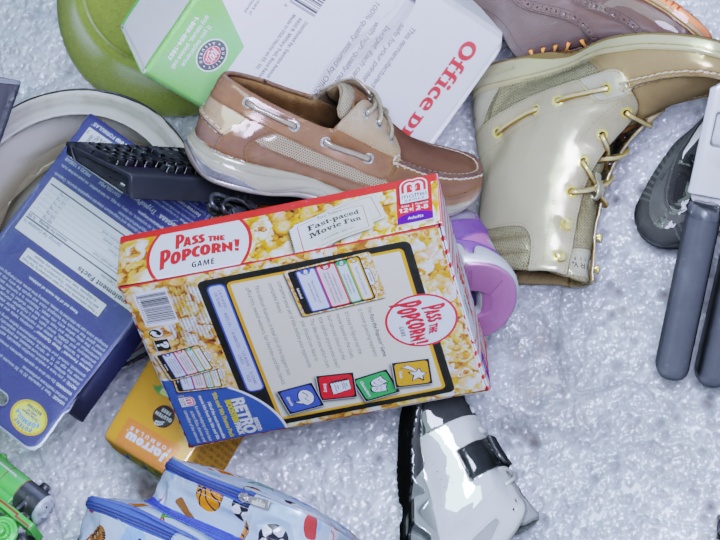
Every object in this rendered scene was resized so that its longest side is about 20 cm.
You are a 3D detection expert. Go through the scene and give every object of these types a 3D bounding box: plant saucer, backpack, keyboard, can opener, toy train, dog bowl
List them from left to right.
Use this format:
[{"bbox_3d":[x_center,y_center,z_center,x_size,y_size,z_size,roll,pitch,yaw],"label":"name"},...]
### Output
[{"bbox_3d":[-0.288,0.125,1.467,0.199,0.042,0.056,34,72,19],"label":"toy train"},{"bbox_3d":[-0.191,-0.019,1.467,0.198,0.074,0.202,-4,71,13],"label":"dog bowl"},{"bbox_3d":[-0.128,-0.210,1.540,0.198,0.031,0.202,-3,73,11],"label":"plant saucer"},{"bbox_3d":[-0.093,0.200,1.329,0.189,0.200,0.155,12,71,21],"label":"backpack"},{"bbox_3d":[-0.083,-0.056,1.370,0.127,0.199,0.021,32,110,34],"label":"keyboard"},{"bbox_3d":[0.229,-0.021,1.344,0.053,0.067,0.202,10,102,-1],"label":"can opener"}]

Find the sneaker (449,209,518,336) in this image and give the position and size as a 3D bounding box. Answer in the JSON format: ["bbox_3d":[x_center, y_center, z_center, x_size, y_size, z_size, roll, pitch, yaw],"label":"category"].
[{"bbox_3d":[0.000,0.000,1.382,0.198,0.081,0.089,-5,42,1],"label":"sneaker"}]

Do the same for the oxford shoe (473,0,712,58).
[{"bbox_3d":[0.141,-0.167,1.453,0.199,0.071,0.073,19,82,27],"label":"oxford shoe"}]

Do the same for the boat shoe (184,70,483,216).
[{"bbox_3d":[-0.009,-0.081,1.346,0.076,0.199,0.072,-125,48,-56],"label":"boat shoe"}]

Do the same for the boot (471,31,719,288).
[{"bbox_3d":[0.156,-0.068,1.392,0.199,0.073,0.157,-7,72,34],"label":"boot"}]

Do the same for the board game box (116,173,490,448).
[{"bbox_3d":[-0.032,0.028,1.312,0.198,0.152,0.047,-11,44,8],"label":"board game box"}]

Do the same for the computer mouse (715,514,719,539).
[{"bbox_3d":[0.291,0.083,1.354,0.137,0.053,0.202,-3,83,14],"label":"computer mouse"}]

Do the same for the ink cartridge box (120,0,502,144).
[{"bbox_3d":[-0.031,-0.154,1.390,0.146,0.199,0.084,-53,31,13],"label":"ink cartridge box"}]

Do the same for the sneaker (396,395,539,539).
[{"bbox_3d":[0.069,0.138,1.378,0.088,0.074,0.202,2,71,-7],"label":"sneaker"}]

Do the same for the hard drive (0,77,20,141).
[{"bbox_3d":[-0.315,-0.076,1.475,0.199,0.042,0.136,1,69,52],"label":"hard drive"}]

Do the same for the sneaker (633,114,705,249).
[{"bbox_3d":[0.254,-0.096,1.392,0.200,0.091,0.067,-40,69,-2],"label":"sneaker"}]

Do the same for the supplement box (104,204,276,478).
[{"bbox_3d":[-0.088,0.049,1.433,0.066,0.069,0.201,27,82,20],"label":"supplement box"}]

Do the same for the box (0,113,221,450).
[{"bbox_3d":[-0.189,0.010,1.400,0.121,0.032,0.200,34,82,22],"label":"box"}]
